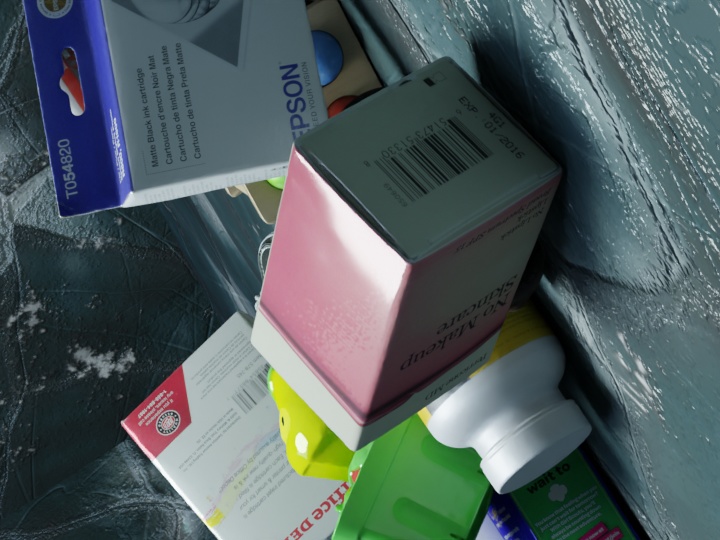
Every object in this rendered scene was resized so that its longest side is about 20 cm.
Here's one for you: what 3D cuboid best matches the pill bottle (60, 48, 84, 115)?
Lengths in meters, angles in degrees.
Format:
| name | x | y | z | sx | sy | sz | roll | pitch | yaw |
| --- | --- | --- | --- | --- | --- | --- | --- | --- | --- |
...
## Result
| name | x | y | z | sx | sy | sz | roll | pitch | yaw |
| --- | --- | --- | --- | --- | --- | --- | --- | --- | --- |
| pill bottle | -0.151 | -0.169 | 1.576 | 0.116 | 0.199 | 0.116 | 55 | 173 | 10 |

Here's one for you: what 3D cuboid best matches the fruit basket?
| name | x | y | z | sx | sy | sz | roll | pitch | yaw |
| --- | --- | --- | --- | --- | --- | --- | --- | --- | --- |
| fruit basket | 0.001 | 0.152 | 1.475 | 0.214 | 0.156 | 0.216 | 23 | 161 | 9 |

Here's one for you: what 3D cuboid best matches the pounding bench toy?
| name | x | y | z | sx | sy | sz | roll | pitch | yaw |
| --- | --- | --- | --- | --- | --- | --- | --- | --- | --- |
| pounding bench toy | -0.091 | -0.108 | 1.455 | 0.125 | 0.199 | 0.156 | 61 | 172 | -19 |

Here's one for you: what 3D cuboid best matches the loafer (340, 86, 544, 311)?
| name | x | y | z | sx | sy | sz | roll | pitch | yaw |
| --- | --- | --- | --- | --- | --- | --- | --- | --- | --- |
| loafer | 0.049 | -0.040 | 1.310 | 0.200 | 0.073 | 0.071 | 54 | 170 | 28 |

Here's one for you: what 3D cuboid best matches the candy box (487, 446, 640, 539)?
| name | x | y | z | sx | sy | sz | roll | pitch | yaw |
| --- | --- | --- | --- | --- | --- | --- | --- | --- | --- |
| candy box | 0.160 | 0.205 | 1.543 | 0.201 | 0.077 | 0.169 | 56 | 172 | 9 |

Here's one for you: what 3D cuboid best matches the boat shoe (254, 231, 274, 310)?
| name | x | y | z | sx | sy | sz | roll | pitch | yaw |
| --- | --- | --- | --- | --- | --- | --- | --- | --- | --- |
| boat shoe | -0.056 | 0.029 | 1.688 | 0.074 | 0.068 | 0.200 | -62 | 39 | 29 |

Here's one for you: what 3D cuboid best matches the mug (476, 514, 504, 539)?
| name | x | y | z | sx | sy | sz | roll | pitch | yaw |
| --- | --- | --- | --- | --- | --- | --- | --- | --- | --- |
| mug | 0.116 | 0.253 | 1.702 | 0.154 | 0.149 | 0.187 | 55 | 173 | 0 |

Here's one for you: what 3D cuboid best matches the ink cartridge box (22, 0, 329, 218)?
| name | x | y | z | sx | sy | sz | roll | pitch | yaw |
| --- | --- | --- | --- | --- | --- | --- | --- | --- | --- |
| ink cartridge box | -0.130 | -0.151 | 1.344 | 0.041 | 0.198 | 0.201 | 88 | 170 | -77 |

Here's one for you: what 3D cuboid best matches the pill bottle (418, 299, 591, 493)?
| name | x | y | z | sx | sy | sz | roll | pitch | yaw |
| --- | --- | --- | --- | --- | --- | --- | --- | --- | --- |
| pill bottle | 0.074 | 0.052 | 1.366 | 0.201 | 0.112 | 0.112 | 56 | 171 | 17 |

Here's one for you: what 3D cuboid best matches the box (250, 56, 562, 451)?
| name | x | y | z | sx | sy | sz | roll | pitch | yaw |
| --- | --- | --- | --- | --- | --- | --- | --- | --- | --- |
| box | 0.023 | -0.007 | 1.171 | 0.109 | 0.127 | 0.201 | 45 | 148 | 22 |

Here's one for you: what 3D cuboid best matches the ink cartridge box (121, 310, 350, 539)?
| name | x | y | z | sx | sy | sz | roll | pitch | yaw |
| --- | --- | --- | --- | --- | --- | --- | --- | --- | --- |
| ink cartridge box | -0.076 | 0.164 | 1.674 | 0.200 | 0.145 | 0.145 | 48 | 180 | 16 |
